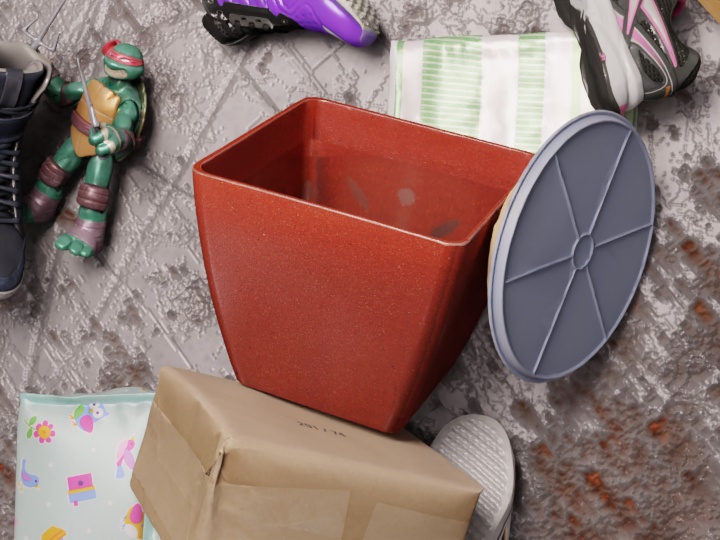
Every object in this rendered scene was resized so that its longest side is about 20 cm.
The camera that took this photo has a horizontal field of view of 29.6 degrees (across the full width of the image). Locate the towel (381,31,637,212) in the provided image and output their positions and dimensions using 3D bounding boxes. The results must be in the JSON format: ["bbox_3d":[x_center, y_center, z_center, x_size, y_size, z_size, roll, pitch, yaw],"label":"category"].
[{"bbox_3d":[0.116,-0.114,1.076,0.200,0.023,0.153,1,85,17],"label":"towel"}]

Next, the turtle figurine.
[{"bbox_3d":[-0.227,-0.121,1.138,0.150,0.101,0.200,37,113,43],"label":"turtle figurine"}]

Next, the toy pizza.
[{"bbox_3d":[0.147,-0.017,0.975,0.032,0.200,0.200,20,91,38],"label":"toy pizza"}]

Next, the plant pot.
[{"bbox_3d":[0.000,0.000,1.009,0.200,0.200,0.176,17,117,17],"label":"plant pot"}]

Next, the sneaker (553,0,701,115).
[{"bbox_3d":[0.198,-0.208,1.033,0.086,0.080,0.200,-11,71,-5],"label":"sneaker"}]

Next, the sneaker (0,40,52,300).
[{"bbox_3d":[-0.295,-0.091,1.092,0.146,0.077,0.203,-39,61,47],"label":"sneaker"}]

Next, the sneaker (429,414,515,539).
[{"bbox_3d":[0.075,0.213,1.038,0.078,0.079,0.200,6,62,11],"label":"sneaker"}]

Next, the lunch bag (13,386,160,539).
[{"bbox_3d":[-0.166,0.179,1.087,0.200,0.122,0.171,0,83,9],"label":"lunch bag"}]

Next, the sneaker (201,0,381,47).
[{"bbox_3d":[-0.076,-0.221,1.125,0.200,0.070,0.100,37,103,20],"label":"sneaker"}]

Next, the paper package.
[{"bbox_3d":[-0.045,0.154,0.971,0.200,0.191,0.104,15,96,-24],"label":"paper package"}]

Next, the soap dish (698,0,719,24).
[{"bbox_3d":[0.288,-0.277,0.998,0.157,0.081,0.200,-38,74,1],"label":"soap dish"}]
